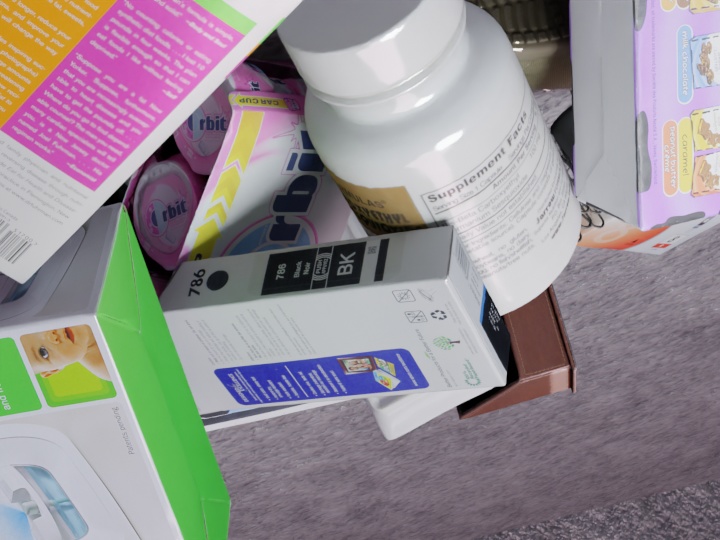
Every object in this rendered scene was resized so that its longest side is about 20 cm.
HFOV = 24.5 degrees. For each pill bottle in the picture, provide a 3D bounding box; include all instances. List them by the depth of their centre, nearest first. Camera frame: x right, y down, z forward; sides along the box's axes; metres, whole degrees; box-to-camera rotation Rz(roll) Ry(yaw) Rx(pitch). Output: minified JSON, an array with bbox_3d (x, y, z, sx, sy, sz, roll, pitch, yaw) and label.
[{"bbox_3d":[0.035,-0.075,0.858,0.113,0.115,0.201,-21,136,11],"label":"pill bottle"}]

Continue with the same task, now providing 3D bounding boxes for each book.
[{"bbox_3d":[-0.131,-0.092,0.668,0.133,0.048,0.200,37,122,-23],"label":"book"}]

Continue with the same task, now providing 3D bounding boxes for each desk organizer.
[{"bbox_3d":[0.070,-0.016,1.028,0.076,0.202,0.072,-16,164,3],"label":"desk organizer"}]

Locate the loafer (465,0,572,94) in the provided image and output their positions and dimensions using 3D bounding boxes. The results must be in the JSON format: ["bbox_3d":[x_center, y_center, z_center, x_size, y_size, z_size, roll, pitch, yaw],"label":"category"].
[{"bbox_3d":[0.141,-0.141,0.938,0.197,0.077,0.068,-2,161,-16],"label":"loafer"}]

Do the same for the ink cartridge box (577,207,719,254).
[{"bbox_3d":[0.272,-0.073,1.312,0.199,0.051,0.161,-26,162,35],"label":"ink cartridge box"}]

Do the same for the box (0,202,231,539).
[{"bbox_3d":[-0.175,0.086,0.825,0.174,0.097,0.202,-10,124,7],"label":"box"}]

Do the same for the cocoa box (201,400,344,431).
[{"bbox_3d":[-0.068,0.023,1.122,0.198,0.135,0.131,-11,163,-20],"label":"cocoa box"}]

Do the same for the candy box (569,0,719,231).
[{"bbox_3d":[0.212,-0.126,0.871,0.198,0.170,0.071,-11,-160,-20],"label":"candy box"}]

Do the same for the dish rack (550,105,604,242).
[{"bbox_3d":[0.151,-0.058,1.125,0.153,0.055,0.201,-27,160,-38],"label":"dish rack"}]

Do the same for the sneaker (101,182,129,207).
[{"bbox_3d":[-0.165,-0.038,0.965,0.090,0.067,0.200,-16,167,-17],"label":"sneaker"}]

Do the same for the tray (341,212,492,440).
[{"bbox_3d":[0.000,0.000,1.010,0.107,0.202,0.022,-31,175,38],"label":"tray"}]

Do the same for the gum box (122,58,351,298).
[{"bbox_3d":[-0.073,-0.027,0.940,0.113,0.066,0.202,-2,125,-44],"label":"gum box"}]

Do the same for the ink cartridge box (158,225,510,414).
[{"bbox_3d":[-0.028,0.030,0.884,0.198,0.040,0.100,-7,141,21],"label":"ink cartridge box"}]
